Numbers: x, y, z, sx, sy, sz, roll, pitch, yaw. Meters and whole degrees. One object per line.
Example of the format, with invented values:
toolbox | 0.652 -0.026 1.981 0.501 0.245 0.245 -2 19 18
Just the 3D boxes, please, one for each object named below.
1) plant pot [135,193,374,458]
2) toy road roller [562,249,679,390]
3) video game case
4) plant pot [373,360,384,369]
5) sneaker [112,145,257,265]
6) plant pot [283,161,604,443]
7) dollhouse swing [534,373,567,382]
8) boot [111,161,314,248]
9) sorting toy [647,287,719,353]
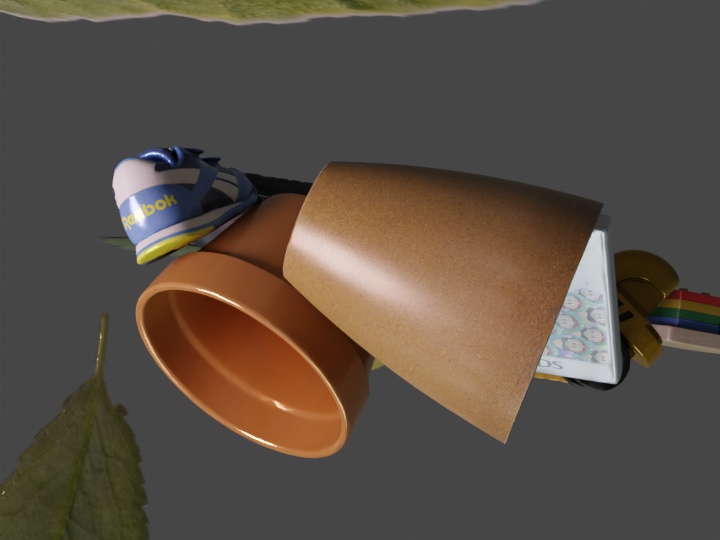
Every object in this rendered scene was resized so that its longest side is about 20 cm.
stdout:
plant pot | -0.062 0.034 1.326 0.199 0.140 0.201 24 147 17
toy road roller | 0.221 0.017 1.621 0.200 0.146 0.123 46 177 1
video game case | 0.133 0.017 1.424 0.181 0.024 0.201 8 139 20
plant pot | -0.052 0.036 1.962 0.175 0.202 0.200 -6 171 28
sneaker | -0.141 -0.066 1.322 0.074 0.083 0.200 -29 -177 15
plant pot | 0.051 0.002 1.196 0.199 0.188 0.186 22 179 7
dollhouse swing | 0.237 0.092 2.399 0.199 0.183 0.176 8 -163 19
boot | -0.137 -0.006 1.456 0.198 0.170 0.076 9 177 9
sorting toy | 0.419 0.064 2.131 0.199 0.070 0.198 10 177 -28
